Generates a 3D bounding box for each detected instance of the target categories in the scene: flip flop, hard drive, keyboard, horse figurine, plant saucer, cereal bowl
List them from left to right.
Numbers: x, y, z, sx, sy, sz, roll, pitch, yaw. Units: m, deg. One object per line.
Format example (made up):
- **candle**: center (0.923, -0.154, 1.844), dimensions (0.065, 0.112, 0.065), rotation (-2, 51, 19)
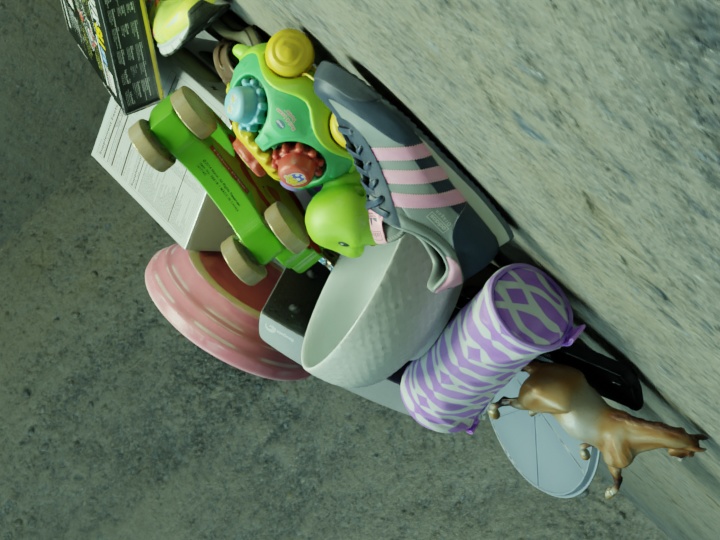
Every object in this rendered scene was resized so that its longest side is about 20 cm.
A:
- **flip flop**: center (-0.116, -0.204, 1.403), dimensions (0.081, 0.058, 0.200), rotation (45, 178, -39)
- **plant saucer**: center (-0.117, 0.030, 1.445), dimensions (0.200, 0.051, 0.201), rotation (29, -159, -12)
- **hard drive**: center (0.006, 0.065, 1.364), dimensions (0.199, 0.042, 0.135), rotation (26, -148, -1)
- **cereal bowl**: center (0.031, 0.016, 1.241), dimensions (0.083, 0.201, 0.200), rotation (27, -178, -13)
- **keyboard**: center (0.162, 0.055, 1.277), dimensions (0.199, 0.040, 0.104), rotation (22, 160, 27)
- **horse figurine**: center (0.189, 0.128, 1.267), dimensions (0.200, 0.050, 0.133), rotation (37, 151, 5)

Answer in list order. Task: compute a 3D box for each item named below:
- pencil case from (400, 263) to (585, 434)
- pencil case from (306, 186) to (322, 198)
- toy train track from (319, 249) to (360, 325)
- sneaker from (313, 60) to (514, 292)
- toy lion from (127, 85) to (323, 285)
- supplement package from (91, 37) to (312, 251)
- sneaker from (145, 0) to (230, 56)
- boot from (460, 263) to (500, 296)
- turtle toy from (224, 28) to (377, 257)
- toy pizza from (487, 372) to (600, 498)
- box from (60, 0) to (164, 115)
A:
- **pencil case**: center (0.104, 0.073, 1.219), dimensions (0.085, 0.084, 0.200), rotation (44, 146, 5)
- **pencil case**: center (-0.030, -0.101, 1.374), dimensions (0.092, 0.086, 0.200), rotation (-5, 157, 18)
- **toy train track**: center (0.000, 0.000, 1.380), dimensions (0.200, 0.033, 0.114), rotation (40, -148, 24)
- **sneaker**: center (0.024, -0.066, 1.077), dimensions (0.200, 0.082, 0.070), rotation (44, 178, -13)
- **toy lion**: center (-0.106, -0.079, 1.287), dimensions (0.200, 0.069, 0.192), rotation (51, -168, -10)
- **supplement package**: center (-0.149, -0.133, 1.489), dimensions (0.151, 0.151, 0.200), rotation (1, -150, -44)
- **sneaker**: center (-0.192, -0.268, 1.390), dimensions (0.090, 0.078, 0.200), rotation (55, 170, -24)
- **boot**: center (0.116, 0.013, 1.349), dimensions (0.146, 0.070, 0.200), rotation (29, 163, 45)
- **turtle toy**: center (-0.042, -0.104, 1.182), dimensions (0.200, 0.101, 0.146), rotation (49, 178, -1)
- **toy pizza**: center (0.187, 0.131, 1.457), dimensions (0.200, 0.032, 0.201), rotation (40, 137, 50)
- **box**: center (-0.253, -0.275, 1.385), dimensions (0.160, 0.049, 0.201), rotation (51, 157, 38)
